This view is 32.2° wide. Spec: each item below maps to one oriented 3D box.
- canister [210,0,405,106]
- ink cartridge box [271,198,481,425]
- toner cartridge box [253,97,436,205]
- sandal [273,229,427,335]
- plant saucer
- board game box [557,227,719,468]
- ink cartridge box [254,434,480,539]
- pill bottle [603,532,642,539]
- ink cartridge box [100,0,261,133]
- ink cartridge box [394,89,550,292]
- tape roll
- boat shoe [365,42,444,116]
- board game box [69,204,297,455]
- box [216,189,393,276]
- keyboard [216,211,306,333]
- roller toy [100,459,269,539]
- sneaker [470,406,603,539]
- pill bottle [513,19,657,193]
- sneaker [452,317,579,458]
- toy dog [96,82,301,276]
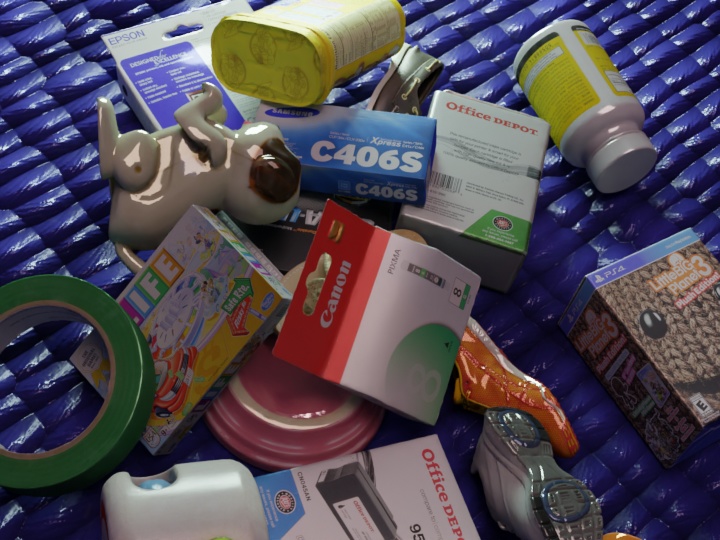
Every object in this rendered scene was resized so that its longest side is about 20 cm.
[{"bbox_3d":[-0.053,-0.262,1.421,0.147,0.087,0.200,16,31,26],"label":"canister"},{"bbox_3d":[0.022,0.043,1.203,0.050,0.199,0.162,8,74,45],"label":"ink cartridge box"},{"bbox_3d":[-0.020,-0.130,1.354,0.198,0.043,0.096,7,51,6],"label":"toner cartridge box"},{"bbox_3d":[-0.003,-0.005,1.262,0.211,0.070,0.078,-27,72,-36],"label":"sandal"},{"bbox_3d":[-0.066,0.104,1.253,0.199,0.051,0.202,7,54,-9],"label":"plant saucer"},{"bbox_3d":[0.341,0.080,1.335,0.159,0.097,0.201,-23,63,-26],"label":"board game box"},{"bbox_3d":[0.000,0.249,1.144,0.198,0.084,0.145,-11,59,-20],"label":"ink cartridge box"},{"bbox_3d":[0.212,0.335,1.120,0.106,0.107,0.201,28,54,8],"label":"pill bottle"},{"bbox_3d":[-0.175,-0.220,1.459,0.197,0.044,0.201,-22,64,-26],"label":"ink cartridge box"},{"bbox_3d":[0.126,-0.093,1.416,0.145,0.083,0.201,17,54,1],"label":"ink cartridge box"},{"bbox_3d":[-0.292,0.106,1.156,0.198,0.048,0.202,-2,70,6],"label":"tape roll"},{"bbox_3d":[0.046,-0.195,1.477,0.060,0.072,0.203,19,49,7],"label":"boat shoe"},{"bbox_3d":[-0.172,0.057,1.192,0.134,0.034,0.200,44,101,19],"label":"board game box"},{"bbox_3d":[-0.066,-0.049,1.362,0.198,0.046,0.160,10,54,-5],"label":"box"},{"bbox_3d":[-0.136,-0.016,1.287,0.056,0.011,0.200,-32,64,-27],"label":"keyboard"},{"bbox_3d":[-0.154,0.258,1.044,0.138,0.201,0.183,-4,43,-15],"label":"roller toy"},{"bbox_3d":[0.164,0.220,1.181,0.074,0.088,0.201,6,33,-24],"label":"sneaker"},{"bbox_3d":[0.274,-0.196,1.506,0.110,0.112,0.201,-13,59,-21],"label":"pill bottle"},{"bbox_3d":[0.141,0.130,1.283,0.077,0.073,0.200,-42,65,-16],"label":"sneaker"},{"bbox_3d":[-0.158,-0.094,1.254,0.198,0.140,0.196,-5,71,-7],"label":"toy dog"}]
